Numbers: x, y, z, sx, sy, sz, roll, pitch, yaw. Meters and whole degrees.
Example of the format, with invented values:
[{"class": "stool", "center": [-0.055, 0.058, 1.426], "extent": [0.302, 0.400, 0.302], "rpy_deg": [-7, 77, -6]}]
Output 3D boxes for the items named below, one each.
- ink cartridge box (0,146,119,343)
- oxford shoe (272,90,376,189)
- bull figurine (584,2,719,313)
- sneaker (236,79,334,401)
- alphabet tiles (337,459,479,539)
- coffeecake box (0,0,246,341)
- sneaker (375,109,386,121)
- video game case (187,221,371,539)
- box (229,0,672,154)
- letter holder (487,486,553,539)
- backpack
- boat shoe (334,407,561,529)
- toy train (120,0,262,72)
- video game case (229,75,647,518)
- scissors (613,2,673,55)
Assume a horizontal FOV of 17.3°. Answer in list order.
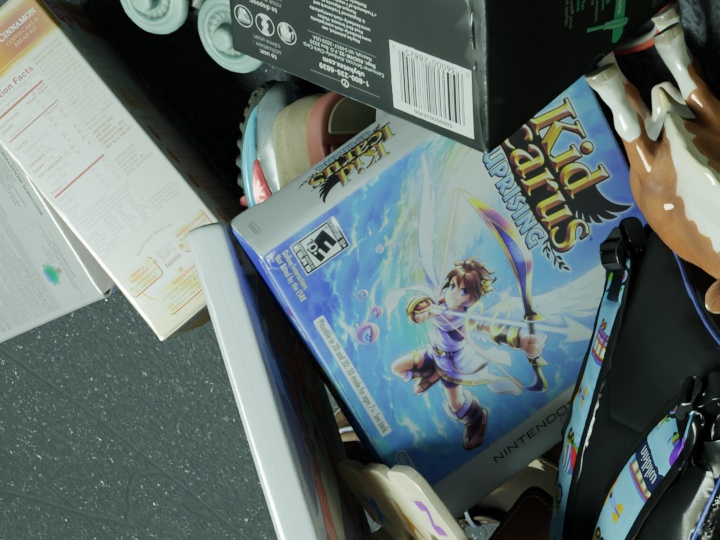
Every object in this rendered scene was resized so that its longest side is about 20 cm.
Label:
[{"class": "ink cartridge box", "center": [-0.228, -0.035, 1.549], "extent": [0.200, 0.076, 0.137], "rpy_deg": [-21, 103, 50]}, {"class": "oxford shoe", "center": [0.000, 0.000, 1.277], "extent": [0.075, 0.070, 0.201], "rpy_deg": [-1, 101, 54]}, {"class": "bull figurine", "center": [0.152, -0.052, 1.074], "extent": [0.122, 0.065, 0.200], "rpy_deg": [62, -175, -9]}, {"class": "sneaker", "center": [0.002, -0.022, 1.341], "extent": [0.095, 0.079, 0.201], "rpy_deg": [-16, 107, 25]}, {"class": "alphabet tiles", "center": [0.065, 0.170, 1.165], "extent": [0.196, 0.015, 0.200], "rpy_deg": [54, 163, -9]}, {"class": "coffeecake box", "center": [-0.141, -0.062, 1.374], "extent": [0.200, 0.073, 0.154], "rpy_deg": [51, -175, 2]}, {"class": "sneaker", "center": [0.066, -0.054, 1.225], "extent": [0.077, 0.112, 0.201], "rpy_deg": [34, 115, 45]}, {"class": "video game case", "center": [-0.035, 0.073, 1.195], "extent": [0.182, 0.023, 0.201], "rpy_deg": [-9, -97, -84]}, {"class": "box", "center": [0.056, -0.170, 1.038], "extent": [0.148, 0.200, 0.125], "rpy_deg": [25, 137, 30]}, {"class": "letter holder", "center": [0.146, 0.220, 1.256], "extent": [0.200, 0.100, 0.142], "rpy_deg": [56, 133, 30]}, {"class": "backpack", "center": [0.170, 0.101, 1.128], "extent": [0.183, 0.134, 0.201], "rpy_deg": [-109, 31, -59]}, {"class": "boat shoe", "center": [0.060, 0.121, 1.380], "extent": [0.199, 0.072, 0.073], "rpy_deg": [11, 127, 41]}, {"class": "toy train", "center": [-0.091, -0.189, 1.272], "extent": [0.199, 0.085, 0.114], "rpy_deg": [28, 128, 19]}, {"class": "video game case", "center": [0.059, 0.005, 1.164], "extent": [0.045, 0.181, 0.200], "rpy_deg": [42, 166, 55]}, {"class": "scissors", "center": [0.075, -0.132, 1.203], "extent": [0.199, 0.014, 0.073], "rpy_deg": [-9, 115, 48]}]
